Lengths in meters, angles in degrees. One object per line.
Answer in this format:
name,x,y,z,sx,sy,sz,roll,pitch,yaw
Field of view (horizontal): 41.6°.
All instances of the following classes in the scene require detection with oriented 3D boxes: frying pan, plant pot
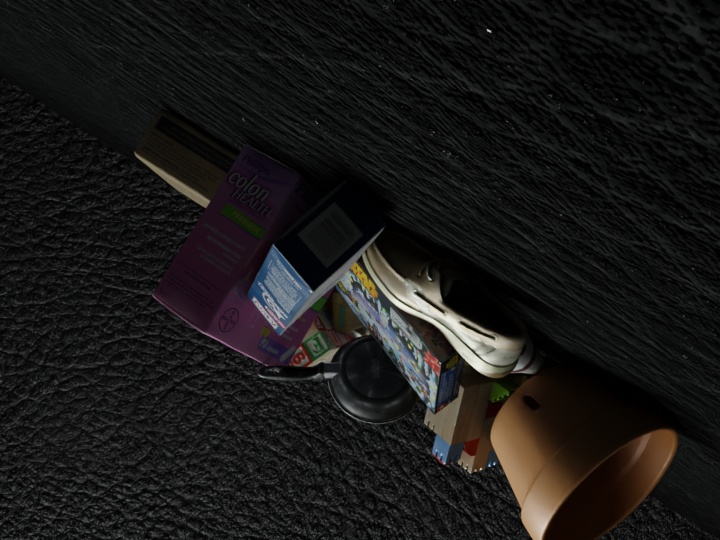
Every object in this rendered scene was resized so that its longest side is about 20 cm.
frying pan,-0.015,0.108,1.110,0.187,0.116,0.031,23,146,9
plant pot,0.240,0.204,1.081,0.140,0.200,0.200,48,-174,37

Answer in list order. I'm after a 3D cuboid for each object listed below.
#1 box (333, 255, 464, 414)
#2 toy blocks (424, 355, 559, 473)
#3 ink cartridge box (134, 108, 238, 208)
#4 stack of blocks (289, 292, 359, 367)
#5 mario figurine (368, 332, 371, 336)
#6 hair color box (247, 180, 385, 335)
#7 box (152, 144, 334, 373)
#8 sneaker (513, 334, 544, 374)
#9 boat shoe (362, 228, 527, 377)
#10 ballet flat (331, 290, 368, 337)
box,0.037,0.046,1.033,0.201,0.039,0.138,51,162,25
toy blocks,0.147,0.179,1.152,0.197,0.140,0.099,-6,-153,-39
ink cartridge box,-0.198,-0.123,1.299,0.163,0.076,0.200,31,175,10
stack of blocks,-0.061,0.070,1.300,0.116,0.058,0.200,58,-167,10
mario figurine,0.040,0.091,1.250,0.108,0.122,0.199,65,-159,5
hair color box,-0.050,-0.007,0.949,0.061,0.100,0.200,48,159,3
box,-0.112,-0.008,1.105,0.096,0.202,0.176,28,174,32
sneaker,0.133,0.077,1.127,0.090,0.076,0.199,35,177,-30
boat shoe,0.083,0.017,0.932,0.200,0.072,0.066,43,144,22
ballet flat,0.007,0.063,1.319,0.067,0.065,0.199,8,178,25
